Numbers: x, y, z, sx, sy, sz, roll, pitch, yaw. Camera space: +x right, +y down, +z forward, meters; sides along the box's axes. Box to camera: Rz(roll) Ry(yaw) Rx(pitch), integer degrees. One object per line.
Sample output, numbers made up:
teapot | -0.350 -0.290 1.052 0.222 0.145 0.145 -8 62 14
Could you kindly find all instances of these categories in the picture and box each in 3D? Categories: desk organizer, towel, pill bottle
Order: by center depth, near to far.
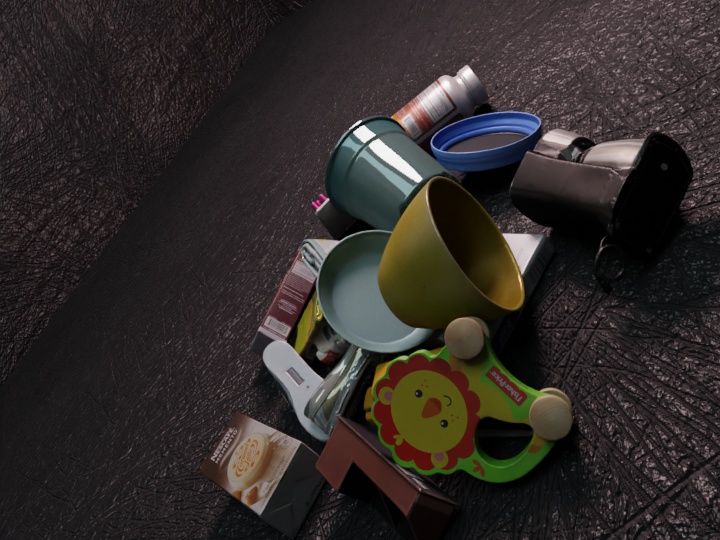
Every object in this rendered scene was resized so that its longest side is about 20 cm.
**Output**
desk organizer | 0.025 0.269 0.756 0.199 0.071 0.078 23 84 57
towel | 0.000 0.000 1.035 0.200 0.168 0.049 48 127 57
towel | -0.101 0.107 1.054 0.201 0.018 0.087 120 162 -45
pill bottle | 0.168 -0.337 1.270 0.199 0.112 0.113 -35 32 14

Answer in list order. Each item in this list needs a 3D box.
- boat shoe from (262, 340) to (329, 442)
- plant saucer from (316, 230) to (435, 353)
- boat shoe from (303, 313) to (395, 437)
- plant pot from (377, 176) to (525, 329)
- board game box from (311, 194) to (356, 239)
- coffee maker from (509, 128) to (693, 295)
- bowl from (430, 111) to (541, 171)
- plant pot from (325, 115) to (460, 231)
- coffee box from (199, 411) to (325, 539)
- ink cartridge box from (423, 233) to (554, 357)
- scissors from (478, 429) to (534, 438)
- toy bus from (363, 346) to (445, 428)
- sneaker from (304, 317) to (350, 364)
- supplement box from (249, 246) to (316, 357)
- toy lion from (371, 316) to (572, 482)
boat shoe | -0.085 0.206 0.980 0.070 0.092 0.201 -34 57 -13
plant saucer | 0.030 0.034 0.896 0.036 0.197 0.202 104 -170 -60
boat shoe | -0.001 0.155 0.904 0.064 0.075 0.202 37 75 15
plant pot | 0.105 -0.001 0.806 0.141 0.199 0.202 -36 30 31
board game box | -0.009 -0.166 1.233 0.200 0.026 0.200 -46 -14 -2
coffee maker | 0.299 -0.097 0.803 0.192 0.135 0.199 -43 27 -10
bowl | 0.227 -0.234 1.082 0.197 0.040 0.202 -12 29 7
plant pot | 0.069 -0.148 1.080 0.200 0.200 0.196 -46 49 -3
coffee box | -0.150 0.307 0.918 0.198 0.080 0.115 2 53 51
ink cartridge box | 0.167 0.030 0.908 0.198 0.041 0.201 9 60 54
scissors | 0.132 0.205 0.762 0.196 0.014 0.073 -16 6 19
toy bus | 0.085 0.159 0.817 0.198 0.078 0.066 -21 38 34
sneaker | -0.027 0.117 1.021 0.198 0.070 0.095 -8 58 47
supplement box | -0.142 0.067 1.171 0.202 0.060 0.109 -66 6 -32
toy lion | 0.117 0.167 0.701 0.199 0.068 0.193 41 102 15
